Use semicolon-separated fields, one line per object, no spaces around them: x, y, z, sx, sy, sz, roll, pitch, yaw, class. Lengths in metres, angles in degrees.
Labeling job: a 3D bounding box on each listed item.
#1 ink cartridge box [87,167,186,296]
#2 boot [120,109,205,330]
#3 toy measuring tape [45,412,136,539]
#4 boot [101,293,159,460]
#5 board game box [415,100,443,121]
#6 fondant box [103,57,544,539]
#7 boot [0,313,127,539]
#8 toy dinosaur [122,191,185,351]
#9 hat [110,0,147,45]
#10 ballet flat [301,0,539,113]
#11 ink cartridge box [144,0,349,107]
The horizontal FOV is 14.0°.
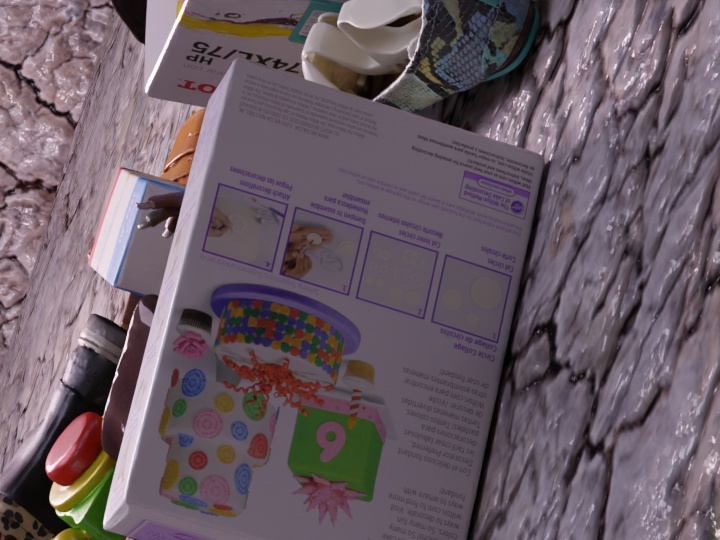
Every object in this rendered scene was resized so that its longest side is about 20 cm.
-0.097;-0.013;1.776;0.200;0.115;0.068;-153;81;-78;ink cartridge box
-0.108;-0.042;1.992;0.200;0.076;0.156;112;174;-62;boot
-0.112;0.078;1.550;0.201;0.073;0.074;-60;5;-25;toy measuring tape
-0.059;0.060;1.401;0.166;0.072;0.201;43;132;33;boot
0.000;0.000;1.491;0.126;0.034;0.201;120;163;-47;board game box
-0.014;0.029;1.233;0.058;0.143;0.201;135;150;-66;fondant box
-0.152;0.127;1.702;0.151;0.073;0.200;-56;-22;-15;boot
-0.062;0.029;1.595;0.200;0.104;0.182;-57;44;34;toy dinosaur
-0.059;-0.182;1.850;0.081;0.200;0.201;54;138;27;hat
0.011;-0.106;1.412;0.200;0.074;0.075;-30;43;56;ballet flat
-0.019;-0.187;1.537;0.200;0.146;0.147;123;152;-58;ink cartridge box
